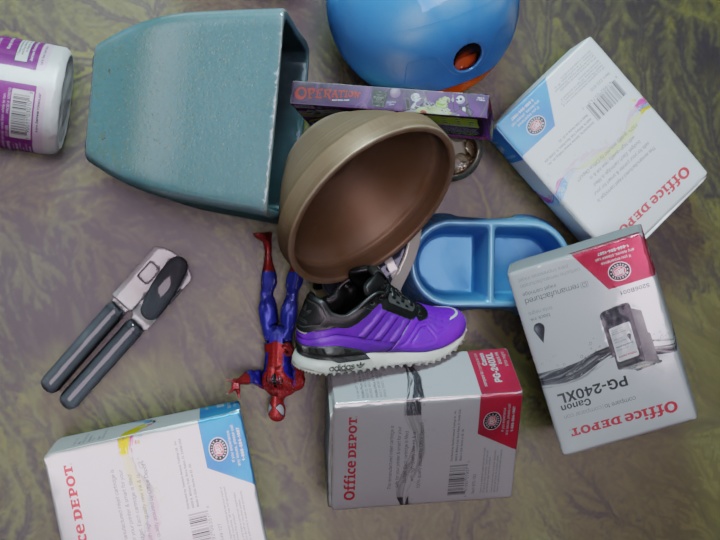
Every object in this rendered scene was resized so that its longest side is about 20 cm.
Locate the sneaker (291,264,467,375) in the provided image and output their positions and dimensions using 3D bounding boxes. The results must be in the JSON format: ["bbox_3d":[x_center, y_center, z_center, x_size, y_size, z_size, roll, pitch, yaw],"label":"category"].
[{"bbox_3d":[0.025,0.043,1.334,0.198,0.069,0.101,-8,111,-28],"label":"sneaker"}]

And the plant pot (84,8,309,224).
[{"bbox_3d":[-0.167,-0.155,1.330,0.198,0.196,0.198,4,89,5],"label":"plant pot"}]

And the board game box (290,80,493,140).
[{"bbox_3d":[0.036,-0.163,1.343,0.198,0.120,0.033,5,82,8],"label":"board game box"}]

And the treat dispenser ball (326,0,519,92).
[{"bbox_3d":[0.064,-0.277,1.345,0.198,0.201,0.203,0,90,-7],"label":"treat dispenser ball"}]

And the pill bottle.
[{"bbox_3d":[-0.400,-0.187,1.335,0.198,0.112,0.114,9,89,-7],"label":"pill bottle"}]

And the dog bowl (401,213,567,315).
[{"bbox_3d":[0.138,-0.007,1.430,0.198,0.050,0.113,1,90,-6],"label":"dog bowl"}]

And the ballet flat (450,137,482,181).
[{"bbox_3d":[0.035,-0.122,1.410,0.198,0.064,0.068,-7,86,-7],"label":"ballet flat"}]

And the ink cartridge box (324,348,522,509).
[{"bbox_3d":[0.060,0.166,1.372,0.198,0.084,0.146,-3,124,-7],"label":"ink cartridge box"}]

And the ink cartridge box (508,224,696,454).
[{"bbox_3d":[0.250,0.072,1.355,0.144,0.083,0.202,-17,95,11],"label":"ink cartridge box"}]

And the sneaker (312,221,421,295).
[{"bbox_3d":[0.000,0.000,1.395,0.084,0.075,0.202,20,87,-21],"label":"sneaker"}]

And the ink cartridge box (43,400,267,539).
[{"bbox_3d":[-0.206,0.228,1.339,0.198,0.145,0.149,-11,90,-7],"label":"ink cartridge box"}]

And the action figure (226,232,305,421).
[{"bbox_3d":[-0.095,0.061,1.378,0.065,0.099,0.202,0,92,15],"label":"action figure"}]

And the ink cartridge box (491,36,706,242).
[{"bbox_3d":[0.255,-0.127,1.427,0.144,0.085,0.200,-42,93,-4],"label":"ink cartridge box"}]

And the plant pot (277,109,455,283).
[{"bbox_3d":[-0.011,-0.091,1.296,0.200,0.201,0.093,-37,62,-6],"label":"plant pot"}]

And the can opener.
[{"bbox_3d":[-0.256,0.059,1.373,0.053,0.067,0.200,41,85,-4],"label":"can opener"}]
